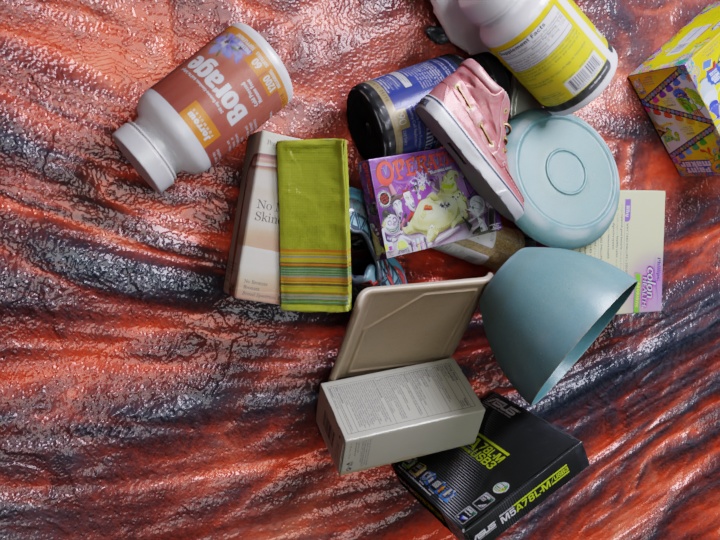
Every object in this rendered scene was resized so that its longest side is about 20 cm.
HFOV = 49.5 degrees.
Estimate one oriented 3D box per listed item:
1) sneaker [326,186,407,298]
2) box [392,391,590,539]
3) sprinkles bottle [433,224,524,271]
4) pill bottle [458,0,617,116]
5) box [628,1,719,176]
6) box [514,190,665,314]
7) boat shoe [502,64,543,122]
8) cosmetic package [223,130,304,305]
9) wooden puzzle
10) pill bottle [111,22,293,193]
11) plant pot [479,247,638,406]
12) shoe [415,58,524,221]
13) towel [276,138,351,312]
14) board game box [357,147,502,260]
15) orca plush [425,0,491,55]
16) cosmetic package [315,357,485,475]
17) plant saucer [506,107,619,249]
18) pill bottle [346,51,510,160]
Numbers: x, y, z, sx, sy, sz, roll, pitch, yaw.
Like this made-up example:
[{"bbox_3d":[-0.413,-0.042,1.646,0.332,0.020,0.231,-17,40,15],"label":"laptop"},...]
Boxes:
[{"bbox_3d":[0.000,0.000,0.988,0.079,0.096,0.201,-17,120,18],"label":"sneaker"},{"bbox_3d":[0.167,0.259,1.040,0.192,0.200,0.048,-34,112,-14],"label":"box"},{"bbox_3d":[0.128,-0.054,1.069,0.198,0.068,0.069,19,88,-22],"label":"sprinkles bottle"},{"bbox_3d":[0.224,-0.301,0.989,0.199,0.114,0.115,38,81,-25],"label":"pill bottle"},{"bbox_3d":[0.553,-0.280,1.190,0.200,0.122,0.193,-41,108,-13],"label":"box"},{"bbox_3d":[0.331,-0.028,1.137,0.198,0.097,0.178,-2,95,-20],"label":"box"},{"bbox_3d":[0.231,-0.290,1.093,0.074,0.062,0.203,3,96,-24],"label":"boat shoe"},{"bbox_3d":[-0.101,-0.062,0.967,0.102,0.087,0.202,8,92,-20],"label":"cosmetic package"},{"bbox_3d":[0.061,0.071,1.018,0.198,0.037,0.186,-9,142,-24],"label":"wooden puzzle"},{"bbox_3d":[-0.184,-0.186,0.910,0.200,0.112,0.113,-43,108,-13],"label":"pill bottle"},{"bbox_3d":[0.230,0.049,0.982,0.200,0.200,0.135,-44,70,-13],"label":"plant pot"},{"bbox_3d":[0.160,-0.158,0.959,0.091,0.071,0.200,-44,111,-4],"label":"shoe"},{"bbox_3d":[-0.055,-0.051,0.913,0.085,0.018,0.203,-1,96,4],"label":"towel"},{"bbox_3d":[0.092,-0.091,0.984,0.198,0.032,0.121,-15,92,-34],"label":"board game box"},{"bbox_3d":[0.118,-0.371,1.055,0.199,0.071,0.105,29,129,-17],"label":"orca plush"},{"bbox_3d":[0.051,0.189,1.032,0.198,0.104,0.074,-7,131,-21],"label":"cosmetic package"},{"bbox_3d":[0.270,-0.129,1.047,0.198,0.027,0.203,5,74,-19],"label":"plant saucer"},{"bbox_3d":[0.090,-0.215,1.017,0.198,0.112,0.113,-23,102,-18],"label":"pill bottle"}]
